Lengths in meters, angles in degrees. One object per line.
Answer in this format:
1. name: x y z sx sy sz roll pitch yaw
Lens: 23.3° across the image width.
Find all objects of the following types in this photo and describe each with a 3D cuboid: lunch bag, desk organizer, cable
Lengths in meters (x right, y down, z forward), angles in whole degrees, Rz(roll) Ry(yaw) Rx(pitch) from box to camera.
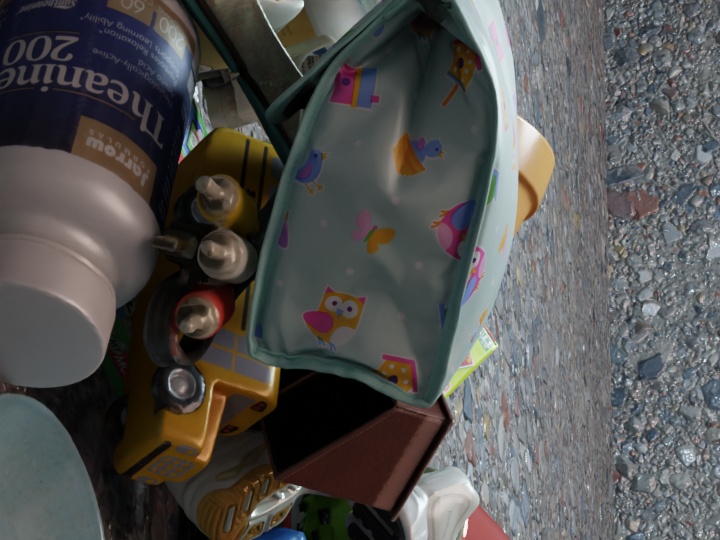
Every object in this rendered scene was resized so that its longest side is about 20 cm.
1. lunch bag: 0.022 -0.056 0.873 0.170 0.121 0.202 -47 148 -73
2. desk organizer: -0.018 0.045 1.008 0.072 0.076 0.201 -61 -154 24
3. cable: -0.056 0.000 0.889 0.200 0.050 0.098 -5 106 -71

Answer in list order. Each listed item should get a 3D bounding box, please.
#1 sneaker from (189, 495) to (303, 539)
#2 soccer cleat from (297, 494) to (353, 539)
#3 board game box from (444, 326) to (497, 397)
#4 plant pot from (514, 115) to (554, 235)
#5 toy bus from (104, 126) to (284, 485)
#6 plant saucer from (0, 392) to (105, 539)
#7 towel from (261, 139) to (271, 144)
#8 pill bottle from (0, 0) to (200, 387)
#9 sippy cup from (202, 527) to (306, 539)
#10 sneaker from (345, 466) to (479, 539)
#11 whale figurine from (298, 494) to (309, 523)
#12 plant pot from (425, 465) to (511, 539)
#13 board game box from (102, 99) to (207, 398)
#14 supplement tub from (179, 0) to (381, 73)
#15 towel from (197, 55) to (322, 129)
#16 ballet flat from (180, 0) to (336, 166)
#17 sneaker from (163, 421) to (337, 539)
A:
1. sneaker: -0.083 0.189 1.136 0.081 0.077 0.202 -17 110 -42
2. soccer cleat: -0.013 0.188 1.200 0.201 0.080 0.068 114 -40 -52
3. board game box: 0.000 0.000 1.177 0.101 0.047 0.201 -40 101 -42
4. plant pot: 0.049 -0.053 1.455 0.200 0.198 0.141 53 52 -62
5. toy bus: -0.086 0.021 0.978 0.078 0.065 0.202 21 55 -26
6. plant saucer: -0.176 0.161 0.827 0.201 0.038 0.203 -5 90 -75
7. towel: -0.015 -0.007 1.282 0.201 0.036 0.148 57 3 0
8. pill bottle: -0.147 -0.048 0.862 0.111 0.110 0.202 67 24 -48
9. sippy cup: -0.068 0.225 1.034 0.178 0.138 0.132 180 -102 -83
10. sneaker: 0.023 0.200 1.133 0.081 0.075 0.201 -22 149 -35
11. whale figurine: -0.023 0.103 1.265 0.200 0.103 0.161 21 64 -71
12. plant pot: 0.048 0.261 1.351 0.201 0.198 0.178 -77 147 -47
13. board game box: -0.124 -0.012 1.086 0.201 0.029 0.135 -79 158 -45
14. supplement tub: -0.067 -0.193 1.018 0.145 0.198 0.146 -7 90 -76
15. towel: -0.036 -0.203 1.106 0.034 0.198 0.195 15 58 -65
16. ballet flat: -0.048 -0.123 0.951 0.201 0.062 0.068 58 -4 -39
17. sneaker: -0.043 0.095 1.066 0.199 0.087 0.076 -13 133 -50
